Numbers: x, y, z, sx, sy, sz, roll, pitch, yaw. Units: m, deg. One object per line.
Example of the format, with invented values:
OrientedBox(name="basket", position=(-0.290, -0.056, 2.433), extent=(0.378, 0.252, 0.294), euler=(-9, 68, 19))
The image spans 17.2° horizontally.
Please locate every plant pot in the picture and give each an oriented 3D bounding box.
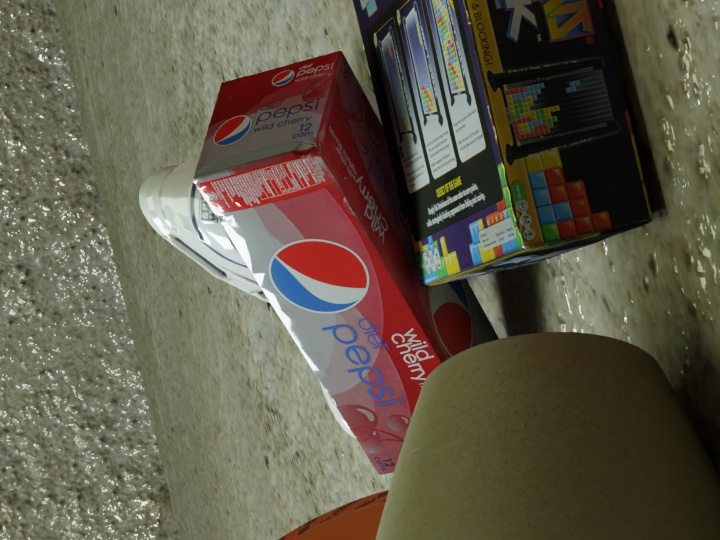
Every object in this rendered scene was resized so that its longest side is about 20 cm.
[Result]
OrientedBox(name="plant pot", position=(0.074, 0.132, 0.864), extent=(0.187, 0.187, 0.201), euler=(97, 171, -61))

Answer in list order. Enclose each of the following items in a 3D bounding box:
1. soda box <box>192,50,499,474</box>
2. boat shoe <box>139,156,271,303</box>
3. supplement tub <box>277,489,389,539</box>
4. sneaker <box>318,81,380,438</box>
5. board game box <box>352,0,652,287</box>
OrientedBox(name="soda box", position=(0.000, 0.000, 1.089), extent=(0.070, 0.063, 0.200), euler=(-77, -33, -45))
OrientedBox(name="boat shoe", position=(-0.028, -0.016, 1.171), extent=(0.200, 0.065, 0.074), euler=(31, -112, -49))
OrientedBox(name="supplement tub", position=(0.032, 0.198, 0.990), extent=(0.122, 0.122, 0.201), euler=(-158, 45, -77))
OrientedBox(name="sneaker", position=(0.001, 0.004, 1.311), extent=(0.112, 0.073, 0.201), euler=(105, 158, -74))
OrientedBox(name="board game box", position=(0.050, -0.084, 0.974), extent=(0.200, 0.056, 0.166), euler=(158, 100, -79))
